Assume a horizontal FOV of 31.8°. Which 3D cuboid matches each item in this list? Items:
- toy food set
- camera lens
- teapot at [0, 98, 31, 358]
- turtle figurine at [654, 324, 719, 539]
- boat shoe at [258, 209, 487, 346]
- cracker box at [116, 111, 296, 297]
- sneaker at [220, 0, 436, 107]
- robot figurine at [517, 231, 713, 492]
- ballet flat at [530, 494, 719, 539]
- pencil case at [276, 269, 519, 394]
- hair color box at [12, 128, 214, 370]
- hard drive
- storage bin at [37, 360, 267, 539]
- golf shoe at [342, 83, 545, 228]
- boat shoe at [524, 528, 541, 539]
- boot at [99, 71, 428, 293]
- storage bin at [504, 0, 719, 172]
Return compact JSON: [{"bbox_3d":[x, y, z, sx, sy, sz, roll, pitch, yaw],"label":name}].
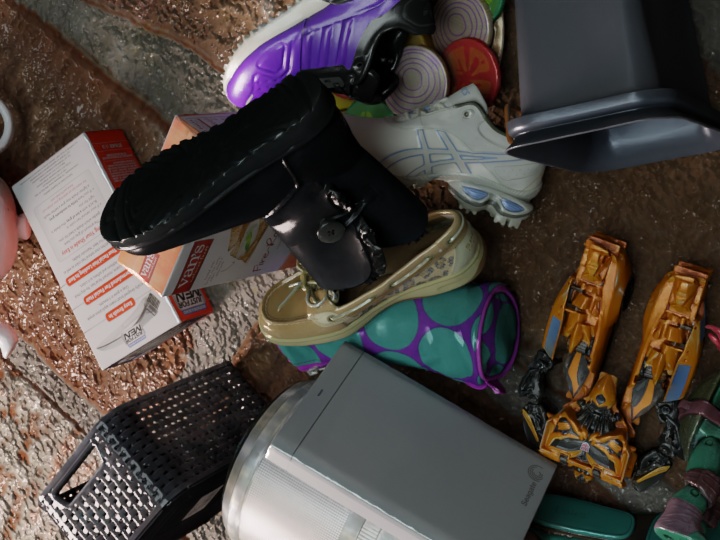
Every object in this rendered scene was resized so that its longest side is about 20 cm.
[{"bbox_3d":[0.030,-0.196,1.040,0.200,0.049,0.198,-40,80,28],"label":"toy food set"},{"bbox_3d":[-0.005,0.198,1.069,0.199,0.160,0.161,27,111,21],"label":"camera lens"},{"bbox_3d":[-0.399,-0.047,1.245,0.145,0.198,0.201,-3,133,-8],"label":"teapot"},{"bbox_3d":[0.280,0.125,0.931,0.100,0.150,0.201,18,67,41],"label":"turtle figurine"},{"bbox_3d":[0.000,0.000,1.016,0.199,0.063,0.074,-24,56,13],"label":"boat shoe"},{"bbox_3d":[-0.097,-0.060,1.045,0.058,0.200,0.134,36,114,22],"label":"cracker box"},{"bbox_3d":[-0.023,-0.168,1.007,0.200,0.069,0.100,-32,87,29],"label":"sneaker"},{"bbox_3d":[0.198,0.080,0.996,0.144,0.058,0.201,20,108,22],"label":"robot figurine"},{"bbox_3d":[0.228,0.228,1.014,0.199,0.067,0.071,5,123,28],"label":"ballet flat"},{"bbox_3d":[0.030,0.049,1.066,0.199,0.085,0.093,3,86,28],"label":"pencil case"},{"bbox_3d":[-0.237,-0.021,1.208,0.111,0.064,0.201,-30,84,28],"label":"hair color box"},{"bbox_3d":[0.043,0.148,0.982,0.199,0.132,0.027,30,133,7],"label":"hard drive"},{"bbox_3d":[-0.170,0.175,1.129,0.094,0.200,0.135,47,117,13],"label":"storage bin"},{"bbox_3d":[0.055,-0.108,0.992,0.199,0.078,0.098,14,112,-15],"label":"golf shoe"},{"bbox_3d":[0.130,0.286,1.037,0.072,0.072,0.201,25,129,44],"label":"boat shoe"},{"bbox_3d":[-0.065,-0.033,0.927,0.199,0.168,0.077,-31,41,10],"label":"boot"},{"bbox_3d":[0.172,-0.150,0.901,0.145,0.200,0.135,-10,84,29],"label":"storage bin"}]
